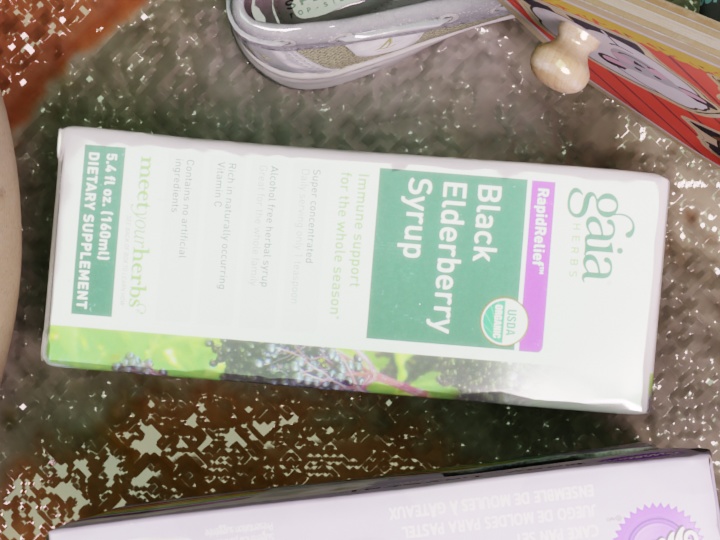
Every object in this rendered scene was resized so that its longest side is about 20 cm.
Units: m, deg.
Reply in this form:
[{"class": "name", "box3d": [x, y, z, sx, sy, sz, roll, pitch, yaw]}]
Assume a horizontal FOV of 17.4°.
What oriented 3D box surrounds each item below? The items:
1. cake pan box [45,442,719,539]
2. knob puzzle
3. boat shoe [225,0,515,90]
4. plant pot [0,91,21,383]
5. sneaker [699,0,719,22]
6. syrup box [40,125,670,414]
[{"class": "cake pan box", "box3d": [0.013, 0.089, 0.736, 0.199, 0.184, 0.052, -7, 88, 2]}, {"class": "knob puzzle", "box3d": [0.128, -0.031, 0.741, 0.219, 0.220, 0.031, 30, 88, 2]}, {"class": "boat shoe", "box3d": [0.048, -0.121, 0.799, 0.201, 0.065, 0.075, -22, 89, 0]}, {"class": "plant pot", "box3d": [-0.188, 0.007, 0.757, 0.200, 0.200, 0.135, -25, 123, 0]}, {"class": "sneaker", "box3d": [0.212, -0.086, 0.791, 0.199, 0.075, 0.080, 4, 86, 1]}, {"class": "syrup box", "box3d": [0.000, 0.000, 0.790, 0.199, 0.081, 0.079, 5, 90, 3]}]
